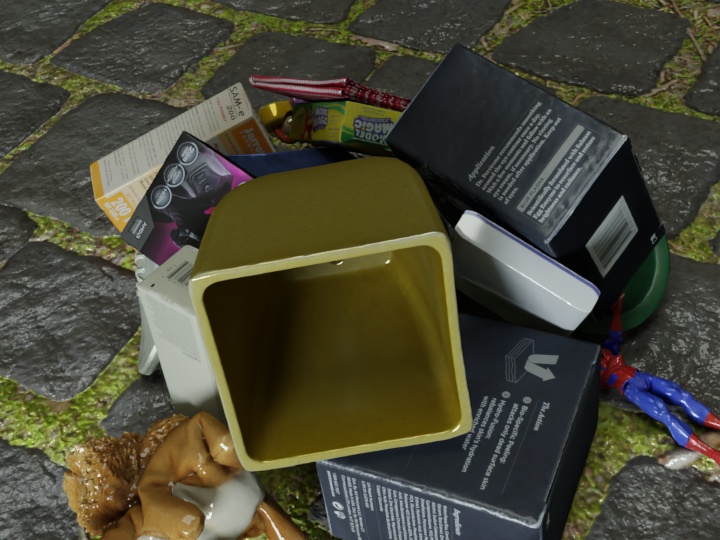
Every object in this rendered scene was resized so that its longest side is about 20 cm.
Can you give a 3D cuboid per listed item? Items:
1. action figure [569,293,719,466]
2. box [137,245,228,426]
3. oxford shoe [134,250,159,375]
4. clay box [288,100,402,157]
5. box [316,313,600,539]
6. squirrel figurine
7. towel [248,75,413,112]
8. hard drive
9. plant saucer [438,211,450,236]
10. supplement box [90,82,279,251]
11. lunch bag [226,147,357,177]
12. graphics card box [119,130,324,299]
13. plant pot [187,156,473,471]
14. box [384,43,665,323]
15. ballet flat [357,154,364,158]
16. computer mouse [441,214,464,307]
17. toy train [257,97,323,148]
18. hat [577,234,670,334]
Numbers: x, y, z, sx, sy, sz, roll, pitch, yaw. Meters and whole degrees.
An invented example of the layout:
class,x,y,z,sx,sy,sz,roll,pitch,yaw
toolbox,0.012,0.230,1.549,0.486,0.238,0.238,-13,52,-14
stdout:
class,x,y,z,sx,sy,sz,roll,pitch,yaw
action figure,0.270,0.095,1.034,0.198,0.100,0.065,27,51,35
box,-0.138,0.082,1.024,0.081,0.202,0.068,25,51,30
oxford shoe,-0.211,0.007,1.147,0.057,0.204,0.075,13,0,-19
clay box,0.006,-0.154,1.211,0.113,0.049,0.199,8,3,-23
box,0.092,0.151,0.968,0.197,0.119,0.198,12,46,21
squirrel figurine,-0.184,0.219,0.961,0.186,0.143,0.199,-41,37,-18
towel,-0.010,-0.194,1.238,0.143,0.023,0.198,12,4,38
hard drive,0.141,0.014,1.001,0.131,0.200,0.026,32,81,9
plant saucer,0.000,0.000,1.103,0.196,0.204,0.031,-10,9,-3
supplement box,-0.188,-0.103,1.248,0.198,0.127,0.074,-28,43,4
lunch bag,-0.086,-0.038,1.194,0.196,0.134,0.137,-5,39,-10
graphics card box,-0.122,-0.030,1.067,0.199,0.051,0.127,35,94,16
plant pot,-0.023,0.010,0.908,0.190,0.198,0.201,-10,36,2
box,0.155,-0.077,1.017,0.199,0.197,0.118,37,86,33
ballet flat,-0.018,-0.107,1.311,0.196,0.069,0.069,10,32,18
computer mouse,0.069,-0.042,1.180,0.139,0.046,0.202,23,81,33
toy train,-0.106,-0.154,1.351,0.197,0.150,0.056,-20,76,-3
hat,0.226,-0.009,1.206,0.162,0.176,0.204,3,73,-9
